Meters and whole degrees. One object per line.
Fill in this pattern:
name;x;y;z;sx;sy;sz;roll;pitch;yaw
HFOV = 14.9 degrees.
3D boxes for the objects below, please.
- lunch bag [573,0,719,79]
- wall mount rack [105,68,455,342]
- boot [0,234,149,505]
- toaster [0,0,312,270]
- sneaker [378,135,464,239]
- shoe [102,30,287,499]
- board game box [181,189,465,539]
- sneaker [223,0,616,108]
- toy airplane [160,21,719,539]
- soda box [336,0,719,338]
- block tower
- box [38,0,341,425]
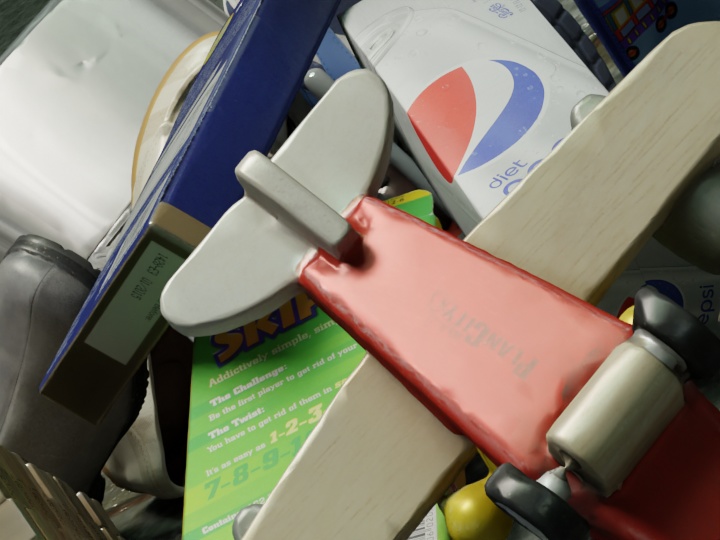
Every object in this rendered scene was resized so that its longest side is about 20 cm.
lunch bag;0.105;-0.140;0.931;0.094;0.200;0.151;-27;37;35
wall mount rack;0.000;0.000;1.085;0.200;0.075;0.173;-42;32;-18
boot;-0.150;0.091;1.103;0.132;0.069;0.201;-49;-22;-41
toaster;-0.100;-0.054;1.258;0.200;0.129;0.114;-49;-27;-13
sneaker;0.020;-0.053;1.233;0.077;0.082;0.200;-18;24;50
shoe;-0.066;0.000;1.164;0.053;0.069;0.202;-162;83;-69
board game box;-0.013;0.052;0.950;0.095;0.030;0.201;-17;40;13
sneaker;0.025;-0.094;1.176;0.074;0.200;0.082;-45;-10;-45
toy airplane;0.040;0.033;0.827;0.199;0.141;0.200;-16;55;22
soda box;0.060;-0.038;0.976;0.063;0.068;0.200;-29;38;-2
block tower;-0.125;0.104;0.989;0.058;0.054;0.200;-37;-16;1
box;-0.055;-0.049;1.045;0.121;0.032;0.201;-52;13;50
